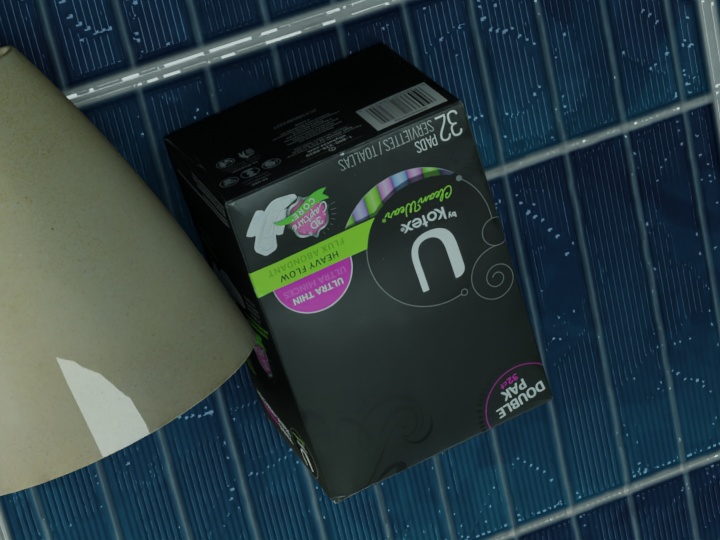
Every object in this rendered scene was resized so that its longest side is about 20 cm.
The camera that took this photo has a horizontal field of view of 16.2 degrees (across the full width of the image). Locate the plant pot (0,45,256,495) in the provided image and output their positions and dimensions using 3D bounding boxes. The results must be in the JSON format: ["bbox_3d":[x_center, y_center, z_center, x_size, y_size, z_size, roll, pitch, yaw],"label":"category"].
[{"bbox_3d":[-0.182,-0.012,1.355,0.187,0.187,0.200,-27,104,-9],"label":"plant pot"}]

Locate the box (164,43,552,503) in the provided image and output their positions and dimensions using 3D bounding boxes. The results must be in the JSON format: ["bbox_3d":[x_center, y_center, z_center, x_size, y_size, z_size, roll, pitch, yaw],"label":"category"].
[{"bbox_3d":[0.000,0.000,1.443,0.149,0.124,0.200,-24,117,-11],"label":"box"}]
